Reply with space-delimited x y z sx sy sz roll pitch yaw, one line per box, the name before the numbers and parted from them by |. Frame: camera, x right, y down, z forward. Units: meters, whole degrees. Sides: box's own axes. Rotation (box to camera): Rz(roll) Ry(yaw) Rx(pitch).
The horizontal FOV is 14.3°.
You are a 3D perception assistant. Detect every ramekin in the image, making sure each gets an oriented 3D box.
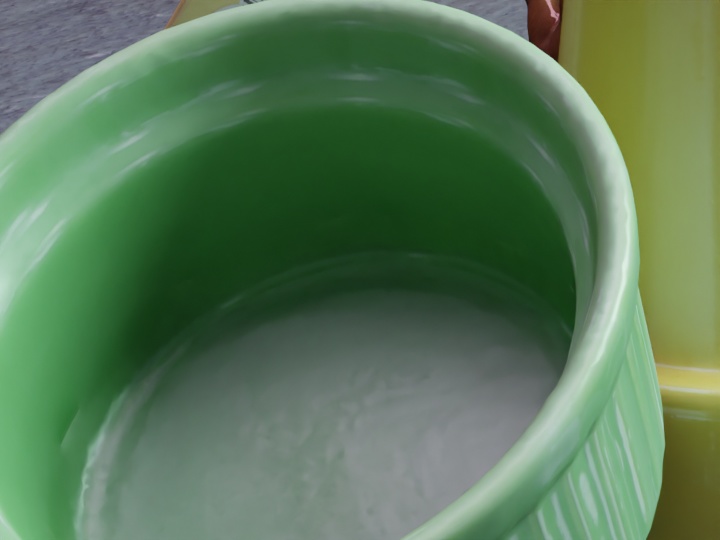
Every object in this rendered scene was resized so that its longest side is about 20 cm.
ramekin | -0.016 0.033 0.749 0.200 0.098 0.200 -11 49 13

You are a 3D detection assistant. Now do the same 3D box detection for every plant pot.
plant pot | 0.134 -0.027 0.845 0.200 0.189 0.201 -8 18 3

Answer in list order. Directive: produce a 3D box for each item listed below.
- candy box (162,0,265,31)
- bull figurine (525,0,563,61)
candy box | -0.060 -0.028 0.934 0.055 0.200 0.115 32 20 -3
bull figurine | 0.094 -0.094 1.038 0.065 0.122 0.200 -12 -24 -28
